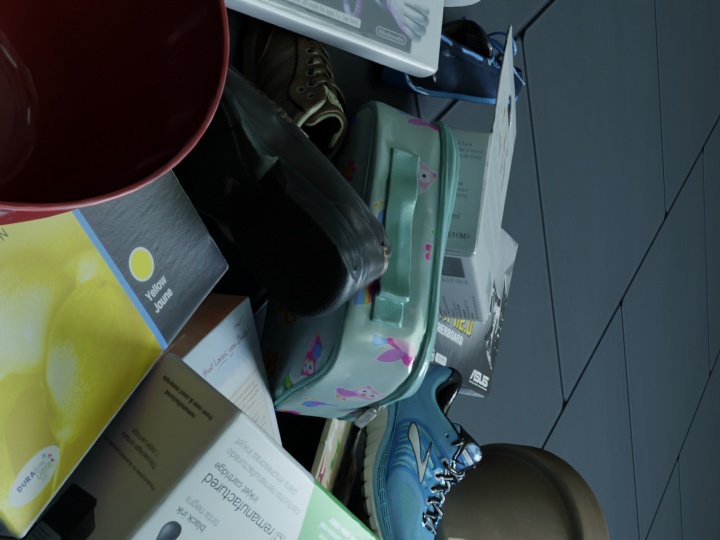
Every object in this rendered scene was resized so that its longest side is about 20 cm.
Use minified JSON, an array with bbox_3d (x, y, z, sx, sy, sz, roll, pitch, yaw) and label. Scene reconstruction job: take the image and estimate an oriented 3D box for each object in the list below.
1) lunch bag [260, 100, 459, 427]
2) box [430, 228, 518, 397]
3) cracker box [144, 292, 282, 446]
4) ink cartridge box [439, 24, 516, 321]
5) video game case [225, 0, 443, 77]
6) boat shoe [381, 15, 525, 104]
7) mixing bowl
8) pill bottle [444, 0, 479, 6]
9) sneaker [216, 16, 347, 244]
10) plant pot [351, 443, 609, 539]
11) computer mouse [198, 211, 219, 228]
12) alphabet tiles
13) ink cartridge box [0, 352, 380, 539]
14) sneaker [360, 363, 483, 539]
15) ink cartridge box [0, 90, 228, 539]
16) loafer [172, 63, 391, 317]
[{"bbox_3d":[0.000,0.000,0.723,0.077,0.160,0.201,16,67,-22],"label":"lunch bag"},{"bbox_3d":[0.076,0.019,0.996,0.200,0.048,0.159,33,67,-58],"label":"box"},{"bbox_3d":[-0.106,0.130,0.683,0.134,0.057,0.201,-46,135,-50],"label":"cracker box"},{"bbox_3d":[0.087,-0.067,0.850,0.200,0.043,0.174,62,36,-72],"label":"ink cartridge box"},{"bbox_3d":[-0.019,-0.239,0.713,0.199,0.023,0.183,12,80,-37],"label":"video game case"},{"bbox_3d":[0.094,-0.182,0.951,0.200,0.084,0.069,-15,120,-62],"label":"boat shoe"},{"bbox_3d":[-0.164,-0.094,0.444,0.200,0.108,0.201,17,59,-30],"label":"mixing bowl"},{"bbox_3d":[0.068,-0.314,0.849,0.114,0.114,0.201,18,80,-60],"label":"pill bottle"},{"bbox_3d":[-0.036,-0.105,0.720,0.070,0.075,0.201,44,48,-50],"label":"sneaker"},{"bbox_3d":[0.082,0.239,0.943,0.174,0.200,0.201,17,80,-41],"label":"plant pot"},{"bbox_3d":[-0.117,-0.019,0.670,0.059,0.034,0.200,63,36,-28],"label":"computer mouse"},{"bbox_3d":[-0.023,0.168,0.820,0.167,0.006,0.200,87,16,-52],"label":"alphabet tiles"},{"bbox_3d":[-0.107,0.169,0.571,0.200,0.083,0.147,-49,129,-11],"label":"ink cartridge box"},{"bbox_3d":[0.049,0.151,0.841,0.078,0.090,0.201,74,14,-55],"label":"sneaker"},{"bbox_3d":[-0.167,-0.016,0.522,0.198,0.047,0.200,-57,132,-39],"label":"ink cartridge box"},{"bbox_3d":[-0.061,-0.062,0.628,0.200,0.073,0.072,53,33,9],"label":"loafer"}]
